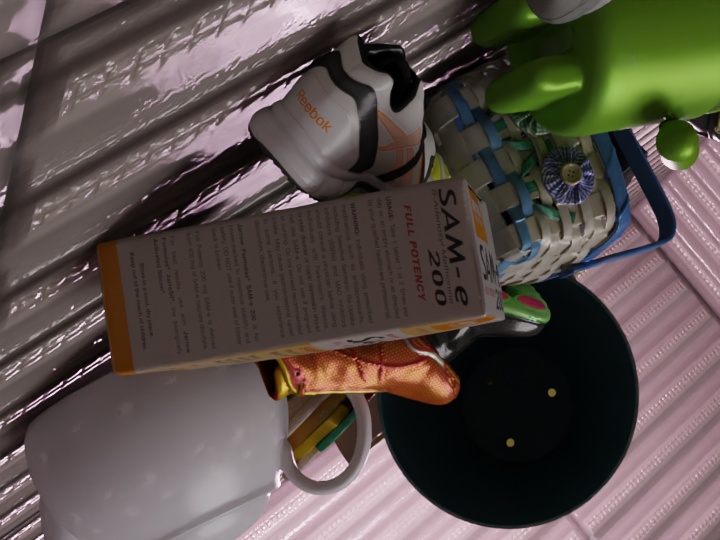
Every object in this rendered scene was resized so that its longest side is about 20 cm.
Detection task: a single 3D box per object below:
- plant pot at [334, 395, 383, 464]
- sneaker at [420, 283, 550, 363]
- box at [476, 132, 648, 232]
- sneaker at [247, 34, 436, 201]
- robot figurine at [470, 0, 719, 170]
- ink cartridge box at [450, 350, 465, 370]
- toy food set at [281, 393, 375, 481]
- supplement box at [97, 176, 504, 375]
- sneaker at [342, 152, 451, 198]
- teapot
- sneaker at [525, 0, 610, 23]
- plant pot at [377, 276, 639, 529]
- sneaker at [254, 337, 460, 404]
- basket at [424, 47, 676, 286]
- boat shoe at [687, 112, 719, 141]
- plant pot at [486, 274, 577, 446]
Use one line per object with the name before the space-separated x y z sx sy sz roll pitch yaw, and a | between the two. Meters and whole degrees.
plant pot | 0.022 0.105 1.504 0.200 0.135 0.200 -39 172 -6
sneaker | 0.043 0.045 0.984 0.197 0.085 0.077 -7 -157 7
box | 0.142 -0.078 1.137 0.148 0.125 0.200 -39 170 -2
sneaker | 0.013 -0.082 0.737 0.080 0.074 0.200 -45 171 16
robot figurine | 0.172 -0.149 0.824 0.198 0.178 0.116 -11 176 -22
ink cartridge box | 0.042 0.022 1.196 0.100 0.039 0.200 -60 -150 -1
toy food set | -0.033 0.111 1.098 0.200 0.049 0.198 -44 -179 45
supplement box | -0.026 0.007 0.719 0.197 0.075 0.126 -10 176 11
sneaker | 0.000 0.000 0.902 0.075 0.106 0.200 -9 163 -33
teapot | -0.121 0.136 0.904 0.196 0.147 0.200 -21 171 -41
sneaker | 0.082 -0.172 0.627 0.091 0.076 0.200 -31 162 -8
plant pot | 0.121 0.104 1.056 0.200 0.201 0.135 -40 166 2
sneaker | -0.025 0.055 0.857 0.073 0.198 0.078 -3 -113 66
basket | 0.131 -0.075 0.940 0.199 0.178 0.139 -22 173 -41
boat shoe | 0.291 -0.192 0.978 0.072 0.060 0.203 -35 151 -51
plant pot | 0.142 0.084 1.306 0.192 0.197 0.200 -26 139 7
